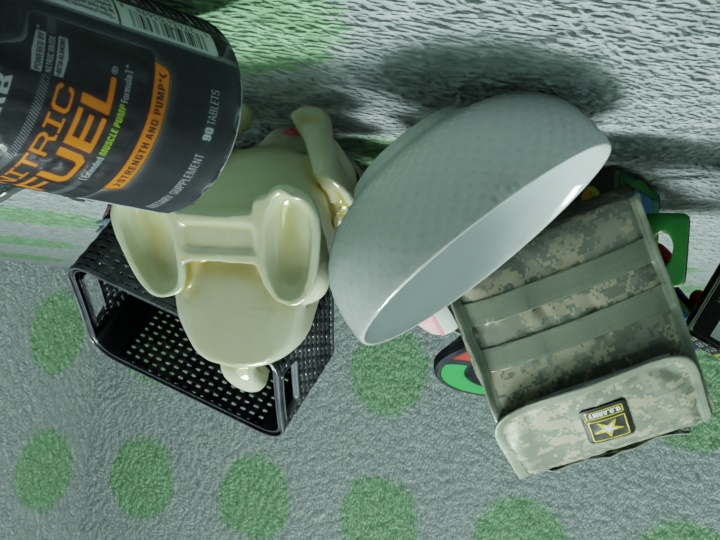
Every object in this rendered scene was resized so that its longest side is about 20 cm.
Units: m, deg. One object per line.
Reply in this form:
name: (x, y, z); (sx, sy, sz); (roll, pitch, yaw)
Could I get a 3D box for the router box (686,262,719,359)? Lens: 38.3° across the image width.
router box: (0.337, 0.004, 0.880); (0.062, 0.150, 0.200); (30, -177, 15)

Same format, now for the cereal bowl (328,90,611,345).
cereal bowl: (0.057, -0.044, 0.660); (0.200, 0.083, 0.200); (-36, 169, -9)

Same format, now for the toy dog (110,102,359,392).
toy dog: (-0.055, -0.031, 0.746); (0.139, 0.194, 0.200); (-6, -152, 20)

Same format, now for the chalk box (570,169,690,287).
chalk box: (0.198, -0.020, 0.937); (0.200, 0.125, 0.124); (4, 176, 31)

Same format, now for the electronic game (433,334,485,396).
electronic game: (0.170, 0.088, 0.989); (0.199, 0.042, 0.200); (-1, 158, 0)

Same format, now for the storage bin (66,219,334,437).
storage bin: (-0.130, 0.037, 0.872); (0.200, 0.094, 0.135); (24, 147, 16)

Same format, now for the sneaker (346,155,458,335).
sneaker: (0.000, 0.000, 0.910); (0.200, 0.105, 0.075); (51, -168, -32)

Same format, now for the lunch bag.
lunch bag: (0.168, 0.057, 0.808); (0.164, 0.200, 0.118); (-21, -173, 11)

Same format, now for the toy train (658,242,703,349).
toy train: (0.264, -0.005, 1.053); (0.116, 0.085, 0.200); (25, -153, -48)

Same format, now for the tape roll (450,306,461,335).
tape roll: (0.093, 0.043, 1.111); (0.202, 0.037, 0.203); (26, 179, 1)

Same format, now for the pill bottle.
pill bottle: (-0.160, -0.092, 0.478); (0.106, 0.107, 0.200); (1, 175, 42)

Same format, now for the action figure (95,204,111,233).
action figure: (-0.207, -0.064, 1.239); (0.200, 0.134, 0.149); (-8, 145, -48)

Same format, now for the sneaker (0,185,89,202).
sneaker: (-0.302, -0.102, 0.885); (0.200, 0.073, 0.082); (-3, 157, 20)
